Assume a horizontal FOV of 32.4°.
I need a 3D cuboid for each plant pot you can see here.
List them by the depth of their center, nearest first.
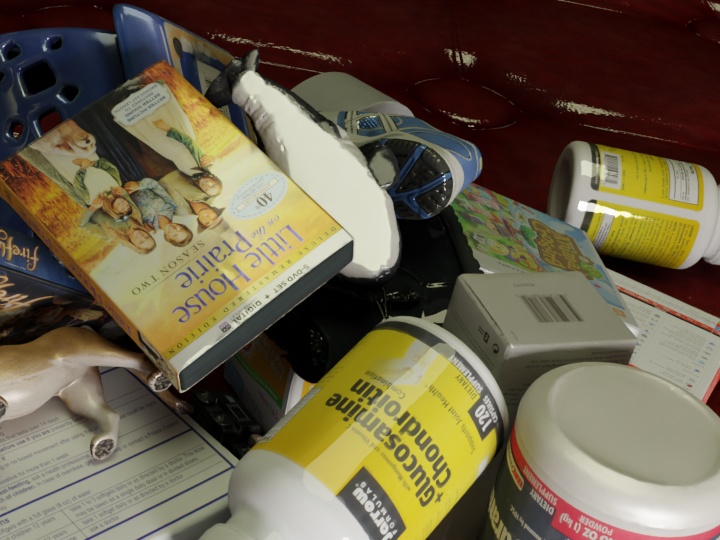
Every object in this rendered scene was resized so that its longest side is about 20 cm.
[{"bbox_3d":[-0.184,-0.088,0.964,0.178,0.203,0.200,-16,-8,17],"label":"plant pot"}]

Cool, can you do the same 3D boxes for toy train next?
[{"bbox_3d":[-0.066,0.151,0.897,0.045,0.034,0.200,3,29,-40],"label":"toy train"}]

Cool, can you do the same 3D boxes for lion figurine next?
[{"bbox_3d":[-0.211,0.065,0.756,0.198,0.073,0.122,4,21,-43],"label":"lion figurine"}]

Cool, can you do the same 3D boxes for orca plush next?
[{"bbox_3d":[-0.041,-0.056,0.868,0.199,0.071,0.105,39,68,17],"label":"orca plush"}]

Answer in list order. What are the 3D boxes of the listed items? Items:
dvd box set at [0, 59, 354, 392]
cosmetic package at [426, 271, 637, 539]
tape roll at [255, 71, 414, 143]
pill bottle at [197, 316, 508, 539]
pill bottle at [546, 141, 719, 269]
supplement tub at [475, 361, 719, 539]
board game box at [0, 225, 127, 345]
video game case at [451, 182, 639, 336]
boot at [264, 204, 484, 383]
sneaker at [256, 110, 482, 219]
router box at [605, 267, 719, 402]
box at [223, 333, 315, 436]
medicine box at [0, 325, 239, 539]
[{"bbox_3d":[-0.121,-0.036,0.794,0.146,0.030,0.200,-36,65,-22],"label":"dvd box set"},{"bbox_3d":[0.102,0.107,0.866,0.106,0.202,0.085,0,35,-26],"label":"cosmetic package"},{"bbox_3d":[-0.031,-0.070,1.101,0.066,0.202,0.199,31,35,28],"label":"tape roll"},{"bbox_3d":[-0.008,0.128,0.736,0.111,0.113,0.200,30,55,26],"label":"pill bottle"},{"bbox_3d":[0.305,-0.064,1.308,0.197,0.114,0.113,11,31,-5],"label":"pill bottle"},{"bbox_3d":[0.144,0.173,0.776,0.138,0.202,0.141,9,31,-6],"label":"supplement tub"},{"bbox_3d":[-0.247,0.030,0.842,0.200,0.134,0.035,27,39,-63],"label":"board game box"},{"bbox_3d":[0.145,-0.019,1.109,0.180,0.022,0.201,22,23,-15],"label":"video game case"},{"bbox_3d":[0.000,0.000,0.919,0.166,0.077,0.201,0,41,-28],"label":"boot"},{"bbox_3d":[0.003,-0.083,0.946,0.198,0.077,0.077,18,28,34],"label":"sneaker"},{"bbox_3d":[0.225,0.067,1.127,0.198,0.049,0.179,26,33,19],"label":"router box"},{"bbox_3d":[0.004,0.063,0.994,0.198,0.102,0.113,-8,38,-31],"label":"box"},{"bbox_3d":[-0.195,0.148,0.779,0.199,0.104,0.181,34,37,32],"label":"medicine box"}]
